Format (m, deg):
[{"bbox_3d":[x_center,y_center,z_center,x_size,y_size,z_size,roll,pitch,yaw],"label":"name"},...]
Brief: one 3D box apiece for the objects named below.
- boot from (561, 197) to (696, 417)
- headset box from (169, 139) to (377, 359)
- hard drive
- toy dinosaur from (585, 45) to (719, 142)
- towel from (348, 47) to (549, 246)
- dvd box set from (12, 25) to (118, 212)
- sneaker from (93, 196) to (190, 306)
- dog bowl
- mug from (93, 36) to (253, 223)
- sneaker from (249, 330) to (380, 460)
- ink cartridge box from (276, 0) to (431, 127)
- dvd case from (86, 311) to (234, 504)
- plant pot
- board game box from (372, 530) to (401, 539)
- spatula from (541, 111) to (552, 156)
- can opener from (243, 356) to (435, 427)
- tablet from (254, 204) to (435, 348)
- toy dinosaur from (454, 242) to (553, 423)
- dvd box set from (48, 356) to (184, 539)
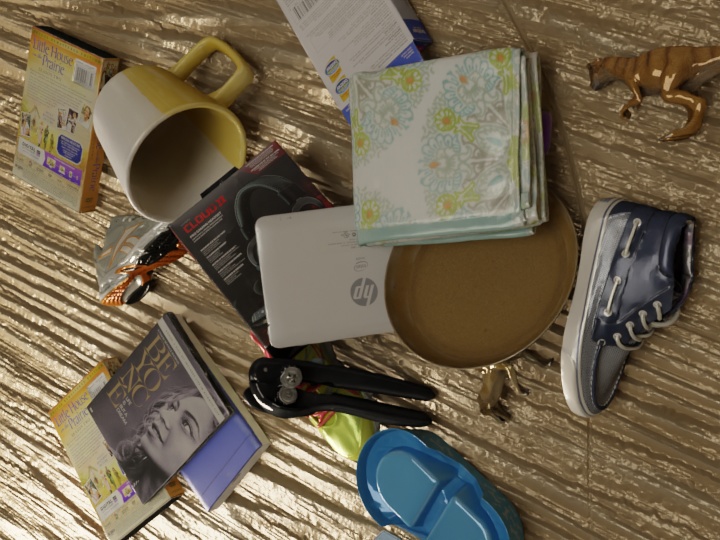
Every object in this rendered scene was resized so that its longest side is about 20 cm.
[{"bbox_3d":[0.238,0.040,1.063,0.090,0.072,0.202,14,103,41],"label":"boot"},{"bbox_3d":[-0.093,-0.026,1.265,0.148,0.077,0.200,-38,69,-6],"label":"headset box"},{"bbox_3d":[-0.202,0.172,1.450,0.200,0.025,0.132,51,123,21],"label":"hard drive"},{"bbox_3d":[0.275,-0.167,1.018,0.199,0.060,0.107,-8,90,38],"label":"toy dinosaur"},{"bbox_3d":[0.081,-0.113,1.135,0.198,0.048,0.173,-4,83,29],"label":"towel"},{"bbox_3d":[-0.377,-0.193,1.523,0.146,0.029,0.202,26,113,33],"label":"dvd box set"},{"bbox_3d":[-0.265,-0.043,1.444,0.200,0.075,0.093,-39,65,31],"label":"sneaker"},{"bbox_3d":[0.083,0.240,1.223,0.200,0.049,0.112,40,118,25],"label":"dog bowl"},{"bbox_3d":[-0.213,-0.164,1.365,0.153,0.185,0.150,45,152,40],"label":"mug"},{"bbox_3d":[-0.056,0.123,1.291,0.078,0.090,0.201,-46,69,31],"label":"sneaker"},{"bbox_3d":[-0.006,-0.254,1.236,0.119,0.042,0.201,-39,70,34],"label":"ink cartridge box"},{"bbox_3d":[-0.247,0.169,1.454,0.200,0.016,0.149,-46,69,30],"label":"dvd case"},{"bbox_3d":[0.115,0.002,1.136,0.198,0.027,0.202,-14,60,26],"label":"plant pot"},{"bbox_3d":[0.039,0.362,1.179,0.198,0.199,0.042,21,125,34],"label":"board game box"},{"bbox_3d":[0.101,-0.109,1.180,0.199,0.020,0.057,-15,60,42],"label":"spatula"},{"bbox_3d":[-0.020,0.123,1.225,0.198,0.079,0.064,5,85,-7],"label":"can opener"},{"bbox_3d":[0.000,0.000,1.194,0.014,0.198,0.132,-173,75,-82],"label":"tablet"},{"bbox_3d":[0.126,0.053,1.159,0.100,0.058,0.202,-11,91,36],"label":"toy dinosaur"},{"bbox_3d":[-0.317,0.233,1.542,0.146,0.029,0.201,-41,72,33],"label":"dvd box set"}]
